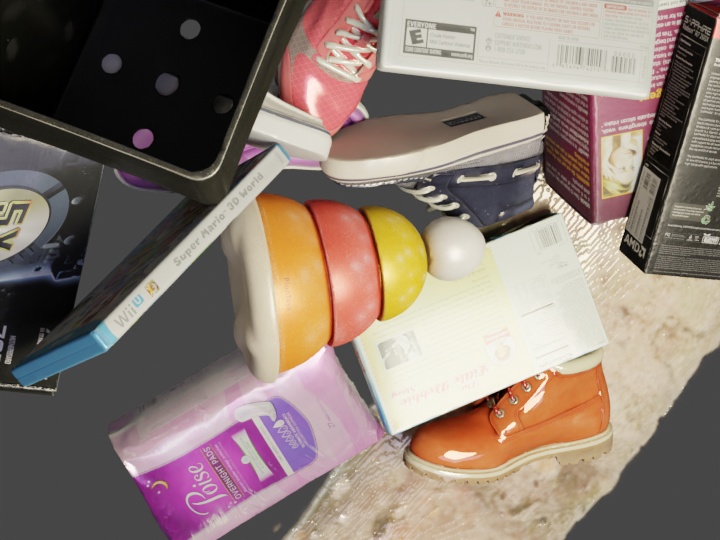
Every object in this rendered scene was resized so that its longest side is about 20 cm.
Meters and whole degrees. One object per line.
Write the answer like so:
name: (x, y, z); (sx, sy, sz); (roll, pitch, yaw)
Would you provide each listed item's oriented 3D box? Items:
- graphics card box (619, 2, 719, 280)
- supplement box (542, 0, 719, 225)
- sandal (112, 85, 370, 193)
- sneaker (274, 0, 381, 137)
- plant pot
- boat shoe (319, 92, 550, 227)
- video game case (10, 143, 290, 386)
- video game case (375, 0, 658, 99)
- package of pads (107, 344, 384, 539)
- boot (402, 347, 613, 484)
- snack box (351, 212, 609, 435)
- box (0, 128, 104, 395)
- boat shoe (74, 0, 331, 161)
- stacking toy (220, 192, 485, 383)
graphics card box: (0.280, -0.092, 1.090); (0.124, 0.051, 0.202); (3, 112, -20)
supplement box: (0.216, -0.154, 1.128); (0.129, 0.103, 0.202); (-11, 116, -14)
sandal: (-0.085, -0.099, 1.086); (0.200, 0.050, 0.083); (-11, 117, -14)
sneaker: (-0.001, -0.184, 1.040); (0.073, 0.087, 0.202); (21, 98, -25)
plant pot: (-0.134, -0.150, 0.904); (0.197, 0.178, 0.202); (20, 78, 7)
boat shoe: (0.059, -0.070, 1.122); (0.198, 0.075, 0.094); (-14, 122, -24)
video game case: (-0.144, -0.004, 1.001); (0.018, 0.143, 0.200); (50, 55, -14)
video game case: (0.114, -0.220, 1.007); (0.197, 0.023, 0.185); (5, 93, -12)
package of pads: (-0.092, 0.129, 1.178); (0.198, 0.076, 0.121); (-30, 118, -2)
boot: (0.126, 0.117, 1.251); (0.198, 0.075, 0.109); (-11, 114, -22)
snack box: (0.092, 0.043, 1.196); (0.198, 0.037, 0.118); (-22, 94, -7)
box: (-0.281, -0.025, 1.037); (0.162, 0.086, 0.202); (9, 111, -22)
boat shoe: (-0.107, -0.139, 1.029); (0.198, 0.072, 0.066); (22, 85, 3)
stacking toy: (0.000, 0.000, 1.101); (0.197, 0.146, 0.148); (-8, 117, -11)
